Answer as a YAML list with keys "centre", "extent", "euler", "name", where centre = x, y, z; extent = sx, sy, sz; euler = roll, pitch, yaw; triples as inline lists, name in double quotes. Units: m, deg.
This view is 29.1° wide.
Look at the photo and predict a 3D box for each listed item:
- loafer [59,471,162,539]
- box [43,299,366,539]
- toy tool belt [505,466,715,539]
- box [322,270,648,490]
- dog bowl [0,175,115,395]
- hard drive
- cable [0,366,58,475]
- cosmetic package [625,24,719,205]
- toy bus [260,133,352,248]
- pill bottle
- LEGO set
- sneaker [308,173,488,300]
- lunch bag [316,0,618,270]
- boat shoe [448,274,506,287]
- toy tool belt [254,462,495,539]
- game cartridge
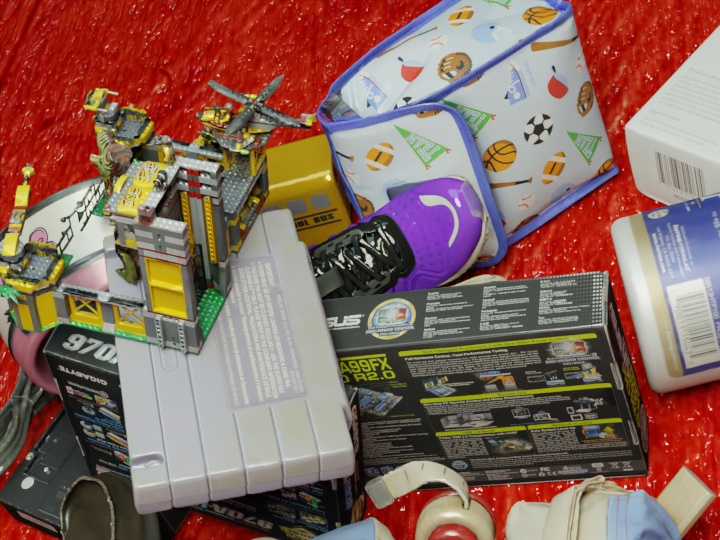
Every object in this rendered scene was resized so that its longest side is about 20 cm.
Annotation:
- centre: [-0.166, 0.196, 0.876]
  extent: [0.073, 0.071, 0.200]
  euler: [-60, 32, 19]
  name: "loafer"
- centre: [-0.097, 0.107, 0.905]
  extent: [0.198, 0.160, 0.046]
  euler: [15, 55, 15]
  name: "box"
- centre: [0.156, 0.207, 0.766]
  extent: [0.122, 0.125, 0.201]
  euler: [-21, 45, 16]
  name: "toy tool belt"
- centre: [0.075, 0.077, 0.891]
  extent: [0.198, 0.161, 0.045]
  euler: [-7, 46, 19]
  name: "box"
- centre: [-0.166, 0.017, 0.985]
  extent: [0.199, 0.200, 0.074]
  euler: [-25, 64, 0]
  name: "dog bowl"
- centre: [-0.161, 0.119, 1.043]
  extent: [0.139, 0.038, 0.201]
  euler: [13, 57, 32]
  name: "hard drive"
- centre: [-0.259, 0.085, 1.076]
  extent: [0.096, 0.051, 0.200]
  euler: [-6, 29, 35]
  name: "cable"
- centre: [0.300, -0.131, 1.049]
  extent: [0.200, 0.074, 0.101]
  euler: [-43, 48, -20]
  name: "cosmetic package"
- centre: [-0.106, -0.045, 1.139]
  extent: [0.198, 0.079, 0.065]
  euler: [-14, 45, 11]
  name: "toy bus"
- centre: [0.273, 0.000, 0.904]
  extent: [0.198, 0.120, 0.120]
  euler: [-14, 45, 10]
  name: "pill bottle"
- centre: [-0.129, -0.053, 0.821]
  extent: [0.153, 0.116, 0.201]
  euler: [18, 48, 17]
  name: "LEGO set"
- centre: [0.000, 0.001, 0.986]
  extent: [0.199, 0.070, 0.099]
  euler: [-31, -6, 39]
  name: "sneaker"
- centre: [0.078, -0.101, 1.048]
  extent: [0.199, 0.171, 0.124]
  euler: [-31, 40, -8]
  name: "lunch bag"
- centre: [0.023, 0.058, 0.996]
  extent: [0.198, 0.072, 0.063]
  euler: [-21, 37, 3]
  name: "boat shoe"
- centre: [-0.011, 0.209, 0.809]
  extent: [0.199, 0.125, 0.123]
  euler: [-28, 13, 15]
  name: "toy tool belt"
- centre: [-0.081, 0.048, 0.827]
  extent: [0.128, 0.039, 0.201]
  euler: [-6, 46, -11]
  name: "game cartridge"
